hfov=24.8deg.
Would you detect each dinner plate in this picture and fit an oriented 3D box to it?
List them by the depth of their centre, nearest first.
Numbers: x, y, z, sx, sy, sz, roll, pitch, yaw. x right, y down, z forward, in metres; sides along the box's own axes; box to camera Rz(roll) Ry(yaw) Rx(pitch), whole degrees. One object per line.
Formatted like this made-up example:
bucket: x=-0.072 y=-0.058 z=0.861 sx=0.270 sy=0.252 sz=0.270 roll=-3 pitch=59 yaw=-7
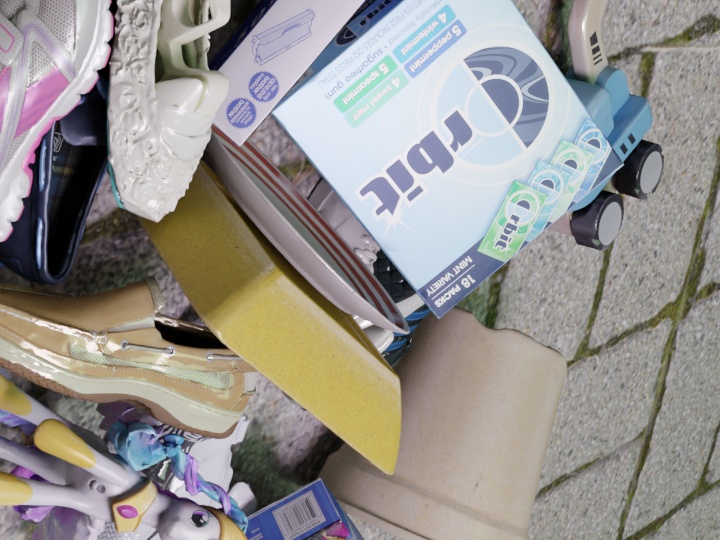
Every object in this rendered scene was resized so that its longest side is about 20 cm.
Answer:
dinner plate: x=-0.042 y=-0.029 z=1.043 sx=0.024 sy=0.200 sz=0.200 roll=-42 pitch=145 yaw=4

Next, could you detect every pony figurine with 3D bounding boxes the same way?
pony figurine: x=-0.174 y=0.125 z=1.031 sx=0.199 sy=0.193 sz=0.168 roll=30 pitch=89 yaw=-36

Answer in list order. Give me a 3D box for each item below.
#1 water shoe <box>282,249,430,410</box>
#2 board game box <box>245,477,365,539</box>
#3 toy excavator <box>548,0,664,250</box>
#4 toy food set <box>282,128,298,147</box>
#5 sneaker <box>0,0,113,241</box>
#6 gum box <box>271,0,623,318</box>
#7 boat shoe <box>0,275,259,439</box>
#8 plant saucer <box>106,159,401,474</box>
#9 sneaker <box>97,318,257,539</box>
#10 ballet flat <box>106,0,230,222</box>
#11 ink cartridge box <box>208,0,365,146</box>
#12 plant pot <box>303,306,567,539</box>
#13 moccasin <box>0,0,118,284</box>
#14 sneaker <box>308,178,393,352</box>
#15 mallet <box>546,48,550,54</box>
water shoe: x=0.017 y=0.028 z=1.265 sx=0.200 sy=0.072 sz=0.079 roll=-44 pitch=152 yaw=6
board game box: x=-0.084 y=0.256 z=1.256 sx=0.199 sy=0.044 sz=0.199 roll=-29 pitch=150 yaw=0
toy excavator: x=0.182 y=-0.148 z=1.317 sx=0.195 sy=0.099 sz=0.201 roll=-49 pitch=140 yaw=-27
toy food set: x=0.027 y=-0.179 z=1.127 sx=0.143 sy=0.060 sz=0.202 roll=-8 pitch=121 yaw=-48
sneaker: x=-0.204 y=-0.104 z=0.882 sx=0.088 sy=0.081 sz=0.201 roll=13 pitch=105 yaw=-55
gum box: x=0.057 y=-0.094 z=1.102 sx=0.170 sy=0.045 sz=0.200 roll=-39 pitch=119 yaw=1
boat shoe: x=-0.143 y=0.035 z=0.972 sx=0.199 sy=0.072 sz=0.077 roll=21 pitch=107 yaw=-38
plant saucer: x=-0.057 y=0.012 z=1.019 sx=0.048 sy=0.200 sz=0.200 roll=-42 pitch=134 yaw=4
sneaker: x=-0.113 y=0.121 z=1.177 sx=0.201 sy=0.075 sz=0.115 roll=-56 pitch=146 yaw=6
ballet flat: x=-0.104 y=-0.127 z=0.914 sx=0.071 sy=0.071 sz=0.202 roll=-4 pitch=96 yaw=-49
ink cartridge box: x=-0.025 y=-0.171 z=1.004 sx=0.044 sy=0.094 sz=0.200 roll=39 pitch=98 yaw=-13
plant pot: x=0.079 y=0.133 z=1.339 sx=0.200 sy=0.199 sz=0.185 roll=31 pitch=81 yaw=-55
moccasin: x=-0.159 y=-0.086 z=0.961 sx=0.080 sy=0.068 sz=0.202 roll=-5 pitch=119 yaw=-49
sneaker: x=0.000 y=0.000 z=1.185 sx=0.201 sy=0.115 sz=0.074 roll=-53 pitch=143 yaw=-10
mallet: x=0.090 y=-0.146 z=1.205 sx=0.066 sy=0.041 sz=0.200 roll=-65 pitch=163 yaw=13
